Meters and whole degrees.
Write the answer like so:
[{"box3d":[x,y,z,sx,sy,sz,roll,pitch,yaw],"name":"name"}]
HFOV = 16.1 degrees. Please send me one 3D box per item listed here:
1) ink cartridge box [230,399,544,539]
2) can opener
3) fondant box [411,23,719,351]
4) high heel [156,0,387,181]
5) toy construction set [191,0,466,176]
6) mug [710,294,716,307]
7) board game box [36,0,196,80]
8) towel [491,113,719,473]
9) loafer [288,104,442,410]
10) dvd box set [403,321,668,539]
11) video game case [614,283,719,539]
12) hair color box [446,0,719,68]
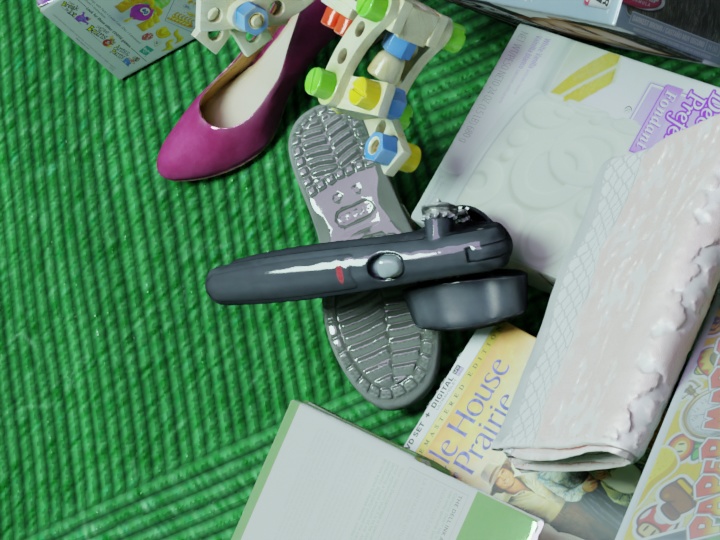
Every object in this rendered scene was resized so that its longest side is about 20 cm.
[{"box3d":[0.012,0.176,1.468,0.200,0.048,0.146,23,88,37],"name":"ink cartridge box"},{"box3d":[0.000,0.000,1.513,0.199,0.063,0.079,-3,89,18],"name":"can opener"},{"box3d":[0.149,-0.053,1.528,0.200,0.058,0.145,23,80,37],"name":"fondant box"},{"box3d":[-0.072,-0.138,1.684,0.200,0.096,0.067,-33,53,13],"name":"high heel"},{"box3d":[-0.013,-0.152,1.568,0.200,0.092,0.132,32,103,41],"name":"toy construction set"},{"box3d":[0.312,0.024,1.342,0.200,0.133,0.178,-37,43,4],"name":"mug"},{"box3d":[-0.121,-0.239,1.764,0.200,0.105,0.103,-27,54,17],"name":"board game box"},{"box3d":[0.144,0.013,1.370,0.201,0.032,0.191,-67,13,-13],"name":"towel"},{"box3d":[0.011,-0.008,1.587,0.075,0.070,0.201,-17,73,13],"name":"loafer"},{"box3d":[0.113,0.126,1.472,0.200,0.029,0.147,29,84,38],"name":"dvd box set"},{"box3d":[0.235,0.068,1.227,0.181,0.023,0.200,-1,46,34],"name":"video game case"},{"box3d":[0.129,-0.175,1.541,0.200,0.099,0.061,18,93,52],"name":"hair color box"}]
